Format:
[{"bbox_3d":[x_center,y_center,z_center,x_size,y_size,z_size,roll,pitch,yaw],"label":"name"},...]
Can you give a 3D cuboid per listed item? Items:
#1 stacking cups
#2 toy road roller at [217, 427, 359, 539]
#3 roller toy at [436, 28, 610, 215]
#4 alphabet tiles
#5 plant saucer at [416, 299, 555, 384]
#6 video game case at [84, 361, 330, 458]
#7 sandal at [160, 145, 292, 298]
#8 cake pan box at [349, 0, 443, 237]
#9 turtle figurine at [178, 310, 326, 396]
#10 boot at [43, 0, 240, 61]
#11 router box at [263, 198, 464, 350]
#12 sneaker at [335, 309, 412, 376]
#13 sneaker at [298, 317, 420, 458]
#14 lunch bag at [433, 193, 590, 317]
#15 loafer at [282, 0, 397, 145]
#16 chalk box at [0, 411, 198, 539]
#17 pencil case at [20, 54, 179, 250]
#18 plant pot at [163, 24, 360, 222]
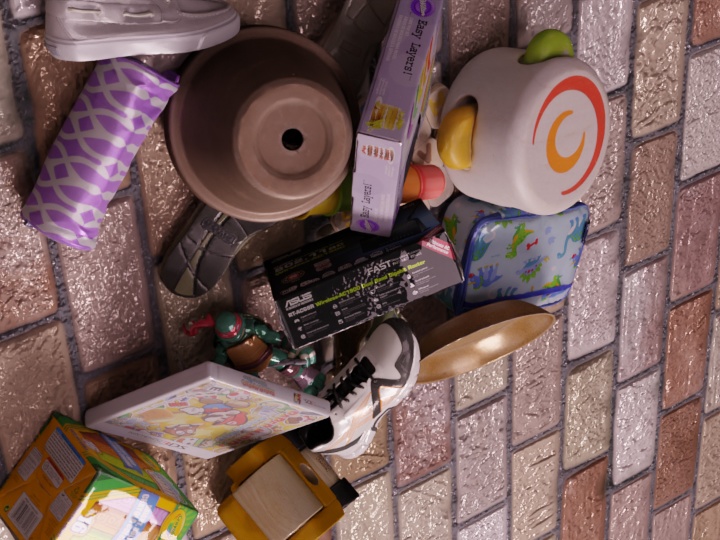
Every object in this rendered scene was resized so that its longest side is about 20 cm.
[{"bbox_3d":[0.007,-0.090,1.554,0.199,0.060,0.061,-5,117,-40],"label":"stacking cups"},{"bbox_3d":[-0.103,0.276,1.614,0.146,0.123,0.200,-43,173,13],"label":"toy road roller"},{"bbox_3d":[0.184,-0.161,1.605,0.200,0.139,0.183,-55,135,-19],"label":"roller toy"},{"bbox_3d":[0.038,-0.124,1.603,0.200,0.015,0.196,-39,132,-13],"label":"alphabet tiles"},{"bbox_3d":[0.140,0.082,1.701,0.199,0.036,0.200,-20,163,-7],"label":"plant saucer"},{"bbox_3d":[-0.165,0.155,1.504,0.200,0.023,0.182,-23,148,36],"label":"video game case"},{"bbox_3d":[-0.140,-0.059,1.473,0.201,0.057,0.080,-44,108,9],"label":"sandal"},{"bbox_3d":[0.035,-0.157,1.432,0.200,0.052,0.185,96,11,-61],"label":"cake pan box"},{"bbox_3d":[-0.119,0.099,1.544,0.149,0.101,0.200,-18,148,13],"label":"turtle figurine"},{"bbox_3d":[-0.199,-0.257,1.298,0.199,0.073,0.096,-16,124,-34],"label":"boot"},{"bbox_3d":[0.000,0.000,1.504,0.199,0.150,0.062,-22,108,-2],"label":"router box"},{"bbox_3d":[0.022,0.066,1.667,0.090,0.067,0.201,-20,129,-33],"label":"sneaker"},{"bbox_3d":[-0.001,0.140,1.597,0.080,0.074,0.200,4,123,-44],"label":"sneaker"},{"bbox_3d":[0.188,-0.020,1.736,0.199,0.082,0.161,-8,124,-34],"label":"lunch bag"},{"bbox_3d":[-0.024,-0.220,1.467,0.072,0.063,0.200,33,96,-10],"label":"loafer"},{"bbox_3d":[-0.270,0.263,1.506,0.200,0.125,0.124,34,92,-45],"label":"chalk box"},{"bbox_3d":[-0.248,-0.112,1.333,0.085,0.084,0.201,22,99,-49],"label":"pencil case"},{"bbox_3d":[-0.082,-0.133,1.346,0.199,0.175,0.201,-3,103,-15],"label":"plant pot"}]
